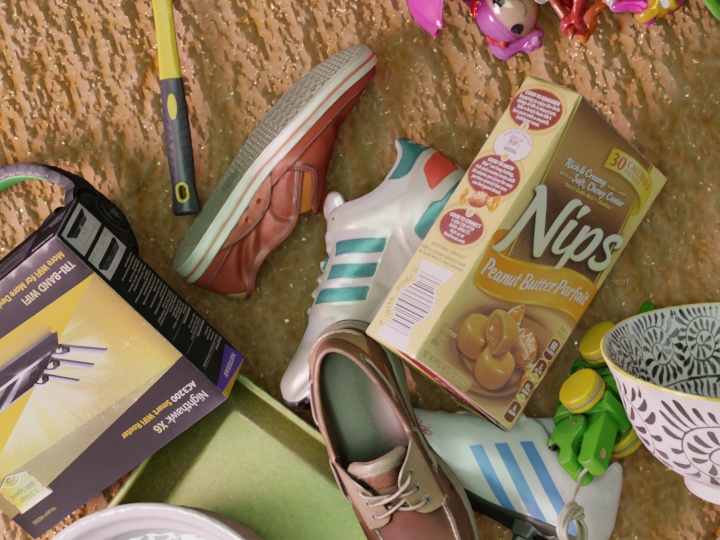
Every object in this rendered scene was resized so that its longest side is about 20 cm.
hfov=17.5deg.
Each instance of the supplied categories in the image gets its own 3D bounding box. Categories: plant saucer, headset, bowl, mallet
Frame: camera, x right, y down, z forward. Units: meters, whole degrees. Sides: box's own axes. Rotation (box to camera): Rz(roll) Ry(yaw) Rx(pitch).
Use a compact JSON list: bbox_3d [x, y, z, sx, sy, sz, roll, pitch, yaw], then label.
[{"bbox_3d":[-0.072,0.195,1.588,0.200,0.048,0.200,36,95,6],"label":"plant saucer"},{"bbox_3d":[-0.190,0.006,1.601,0.200,0.094,0.124,31,101,21],"label":"headset"},{"bbox_3d":[0.251,0.093,1.482,0.200,0.201,0.094,2,106,7],"label":"bowl"},{"bbox_3d":[-0.140,-0.137,1.593,0.066,0.041,0.201,0,89,9],"label":"mallet"}]

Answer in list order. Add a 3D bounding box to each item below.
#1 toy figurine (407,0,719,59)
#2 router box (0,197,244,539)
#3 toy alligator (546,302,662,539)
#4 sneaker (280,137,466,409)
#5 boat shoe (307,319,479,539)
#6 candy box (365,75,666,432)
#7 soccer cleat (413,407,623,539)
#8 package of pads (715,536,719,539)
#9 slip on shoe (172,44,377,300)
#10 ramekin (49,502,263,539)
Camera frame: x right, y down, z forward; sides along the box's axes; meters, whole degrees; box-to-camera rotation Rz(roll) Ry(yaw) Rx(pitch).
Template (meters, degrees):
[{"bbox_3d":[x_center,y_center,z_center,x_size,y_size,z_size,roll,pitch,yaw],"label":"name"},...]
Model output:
[{"bbox_3d":[0.119,-0.206,1.538,0.184,0.150,0.200,-28,112,20],"label":"toy figurine"},{"bbox_3d":[-0.202,0.068,1.541,0.200,0.052,0.157,-37,109,29],"label":"router box"},{"bbox_3d":[0.147,0.101,1.523,0.054,0.200,0.059,-16,127,44],"label":"toy alligator"},{"bbox_3d":[0.000,0.000,1.573,0.093,0.070,0.200,41,96,18],"label":"sneaker"},{"bbox_3d":[0.015,0.130,1.496,0.076,0.072,0.200,-27,90,13],"label":"boat shoe"},{"bbox_3d":[0.103,-0.010,1.510,0.055,0.115,0.200,28,83,46],"label":"candy box"},{"bbox_3d":[0.082,0.123,1.565,0.200,0.070,0.086,27,72,8],"label":"soccer cleat"},{"bbox_3d":[0.342,0.197,1.523,0.200,0.068,0.155,-36,86,7],"label":"package of pads"},{"bbox_3d":[-0.048,-0.066,1.576,0.061,0.074,0.200,34,94,-17],"label":"slip on shoe"},{"bbox_3d":[-0.127,0.247,1.523,0.200,0.098,0.201,0,90,8],"label":"ramekin"}]
